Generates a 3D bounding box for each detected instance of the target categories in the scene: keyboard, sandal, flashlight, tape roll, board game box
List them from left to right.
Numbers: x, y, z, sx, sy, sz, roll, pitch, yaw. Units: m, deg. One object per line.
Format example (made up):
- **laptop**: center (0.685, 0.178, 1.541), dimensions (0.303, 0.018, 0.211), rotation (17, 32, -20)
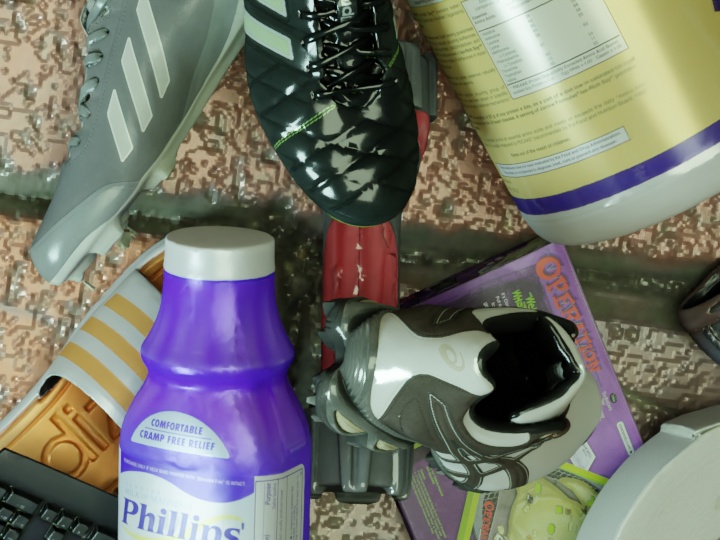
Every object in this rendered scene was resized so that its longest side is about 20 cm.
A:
- **sandal**: center (-0.115, 0.074, 1.197), dimensions (0.079, 0.059, 0.207), rotation (43, 88, -13)
- **keyboard**: center (-0.115, 0.165, 1.210), dimensions (0.200, 0.021, 0.127), rotation (27, 109, -23)
- **flashlight**: center (0.000, 0.000, 1.181), dimensions (0.068, 0.068, 0.200), rotation (10, 77, -40)
- **board game box**: center (0.075, 0.097, 1.254), dimensions (0.120, 0.032, 0.200), rotation (-23, 101, -4)
- **tape roll**: center (0.188, 0.161, 1.258), dimensions (0.203, 0.037, 0.203), rotation (-2, 95, -23)

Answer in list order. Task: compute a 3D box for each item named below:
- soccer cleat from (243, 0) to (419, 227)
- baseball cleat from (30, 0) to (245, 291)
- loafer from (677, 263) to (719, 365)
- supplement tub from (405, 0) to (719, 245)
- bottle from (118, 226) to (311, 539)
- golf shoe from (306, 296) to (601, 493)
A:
- **soccer cleat**: center (-0.017, -0.118, 1.120), dimensions (0.067, 0.081, 0.200), rotation (-12, 84, -17)
- **baseball cleat**: center (-0.107, -0.094, 1.179), dimensions (0.106, 0.070, 0.200), rotation (35, 80, -7)
- **loafer**: center (0.225, -0.036, 1.245), dimensions (0.063, 0.072, 0.200), rotation (34, 93, -9)
- **supplement tub**: center (0.096, -0.128, 1.166), dimensions (0.145, 0.145, 0.200), rotation (-30, 103, -5)
- **bottle**: center (-0.062, 0.083, 1.146), dimensions (0.083, 0.065, 0.200), rotation (9, 105, 26)
- **golf shoe**: center (0.066, 0.056, 1.143), dimensions (0.200, 0.094, 0.078), rotation (10, 80, -55)
